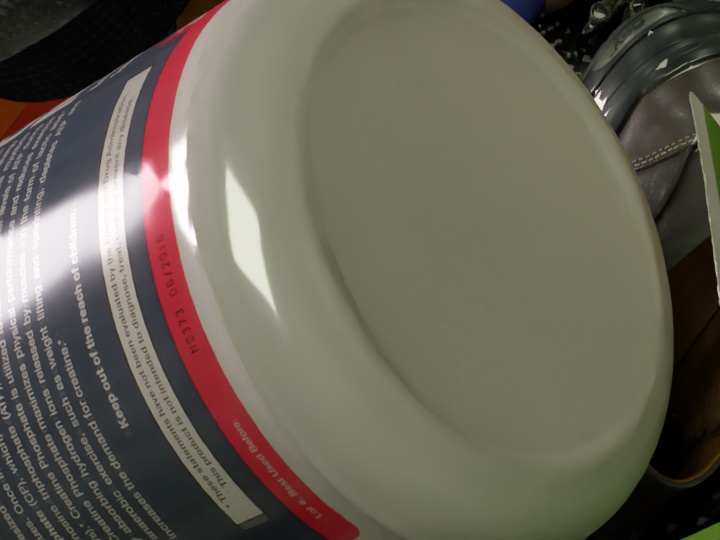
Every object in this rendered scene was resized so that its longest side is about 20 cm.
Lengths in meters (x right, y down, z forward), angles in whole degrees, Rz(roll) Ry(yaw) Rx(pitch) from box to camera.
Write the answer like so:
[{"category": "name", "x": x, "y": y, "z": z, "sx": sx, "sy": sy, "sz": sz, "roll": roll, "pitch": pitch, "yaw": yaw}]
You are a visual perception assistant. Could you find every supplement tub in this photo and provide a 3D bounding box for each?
[{"category": "supplement tub", "x": -0.040, "y": 0.025, "z": 0.693, "sx": 0.200, "sy": 0.140, "sz": 0.141, "roll": -27, "pitch": 55, "yaw": 40}]

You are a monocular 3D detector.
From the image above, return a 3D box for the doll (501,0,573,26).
[{"category": "doll", "x": 0.000, "y": 0.000, "z": 0.817, "sx": 0.136, "sy": 0.048, "sz": 0.200, "roll": -15, "pitch": 49, "yaw": 67}]

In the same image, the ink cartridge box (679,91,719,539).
[{"category": "ink cartridge box", "x": 0.090, "y": 0.087, "z": 0.593, "sx": 0.076, "sy": 0.200, "sz": 0.148, "roll": -27, "pitch": 28, "yaw": 19}]

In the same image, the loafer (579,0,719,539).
[{"category": "loafer", "x": 0.061, "y": 0.033, "z": 0.756, "sx": 0.072, "sy": 0.073, "sz": 0.200, "roll": 59, "pitch": 137, "yaw": 49}]

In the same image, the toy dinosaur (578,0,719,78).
[{"category": "toy dinosaur", "x": 0.100, "y": -0.076, "z": 0.832, "sx": 0.047, "sy": 0.088, "sz": 0.200, "roll": 33, "pitch": 82, "yaw": 20}]

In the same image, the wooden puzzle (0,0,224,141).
[{"category": "wooden puzzle", "x": -0.077, "y": -0.071, "z": 0.929, "sx": 0.200, "sy": 0.037, "sz": 0.185, "roll": 30, "pitch": 79, "yaw": 30}]

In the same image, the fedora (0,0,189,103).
[{"category": "fedora", "x": -0.100, "y": -0.123, "z": 0.893, "sx": 0.200, "sy": 0.092, "sz": 0.201, "roll": -12, "pitch": 55, "yaw": 18}]
